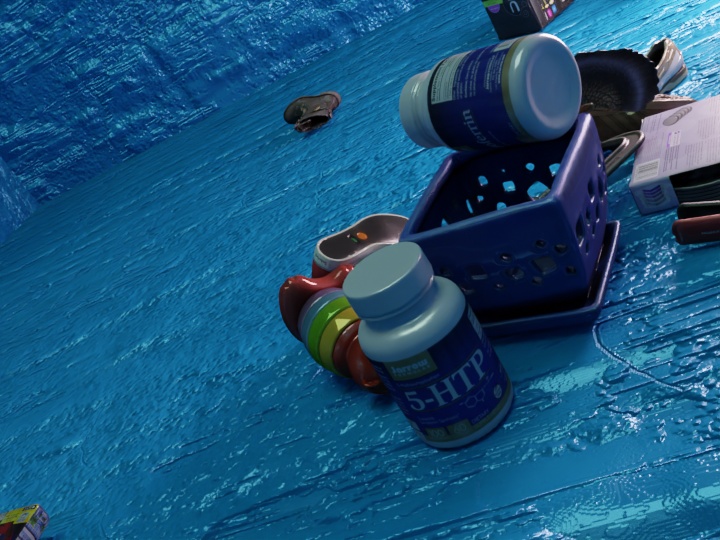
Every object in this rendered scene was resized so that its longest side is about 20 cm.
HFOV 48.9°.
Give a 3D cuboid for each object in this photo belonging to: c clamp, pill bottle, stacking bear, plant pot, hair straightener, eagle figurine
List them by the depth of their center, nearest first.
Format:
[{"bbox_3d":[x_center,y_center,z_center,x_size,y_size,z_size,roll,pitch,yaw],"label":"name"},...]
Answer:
[{"bbox_3d":[0.067,0.076,0.825,0.120,0.200,0.120,-26,25,13],"label":"pill bottle"},{"bbox_3d":[0.446,-0.075,0.860,0.200,0.041,0.077,-12,31,37],"label":"hair straightener"},{"bbox_3d":[0.144,-0.200,0.924,0.200,0.116,0.116,2,40,51],"label":"pill bottle"},{"bbox_3d":[0.191,-0.040,0.925,0.200,0.180,0.200,-13,29,35],"label":"plant pot"},{"bbox_3d":[-0.009,0.087,1.009,0.121,0.114,0.200,-13,27,-26],"label":"stacking bear"},{"bbox_3d":[0.273,-0.212,1.029,0.152,0.151,0.200,25,41,33],"label":"eagle figurine"},{"bbox_3d":[0.293,-0.129,1.096,0.200,0.027,0.171,-40,10,-8],"label":"c clamp"}]

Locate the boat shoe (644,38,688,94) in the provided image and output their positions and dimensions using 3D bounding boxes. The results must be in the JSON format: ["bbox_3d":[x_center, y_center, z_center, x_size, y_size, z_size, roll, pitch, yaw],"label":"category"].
[{"bbox_3d":[0.436,-0.291,1.246,0.200,0.068,0.075,-44,27,-25],"label":"boat shoe"}]

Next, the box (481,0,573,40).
[{"bbox_3d":[0.420,-0.674,1.921,0.200,0.124,0.148,-44,26,-24],"label":"box"}]

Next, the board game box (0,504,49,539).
[{"bbox_3d":[-0.522,0.419,1.034,0.200,0.062,0.200,-19,28,25],"label":"board game box"}]

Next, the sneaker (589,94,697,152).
[{"bbox_3d":[0.392,-0.216,1.172,0.200,0.076,0.070,-3,20,9],"label":"sneaker"}]

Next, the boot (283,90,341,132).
[{"bbox_3d":[-0.150,-0.428,2.189,0.200,0.069,0.174,-17,28,26],"label":"boot"}]

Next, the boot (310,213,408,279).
[{"bbox_3d":[0.000,0.000,1.184,0.200,0.144,0.072,-22,52,-37],"label":"boot"}]

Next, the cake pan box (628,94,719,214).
[{"bbox_3d":[0.448,-0.160,1.009,0.184,0.052,0.200,-17,28,34],"label":"cake pan box"}]

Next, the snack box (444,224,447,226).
[{"bbox_3d":[0.114,-0.002,1.131,0.072,0.024,0.200,-28,24,14],"label":"snack box"}]
